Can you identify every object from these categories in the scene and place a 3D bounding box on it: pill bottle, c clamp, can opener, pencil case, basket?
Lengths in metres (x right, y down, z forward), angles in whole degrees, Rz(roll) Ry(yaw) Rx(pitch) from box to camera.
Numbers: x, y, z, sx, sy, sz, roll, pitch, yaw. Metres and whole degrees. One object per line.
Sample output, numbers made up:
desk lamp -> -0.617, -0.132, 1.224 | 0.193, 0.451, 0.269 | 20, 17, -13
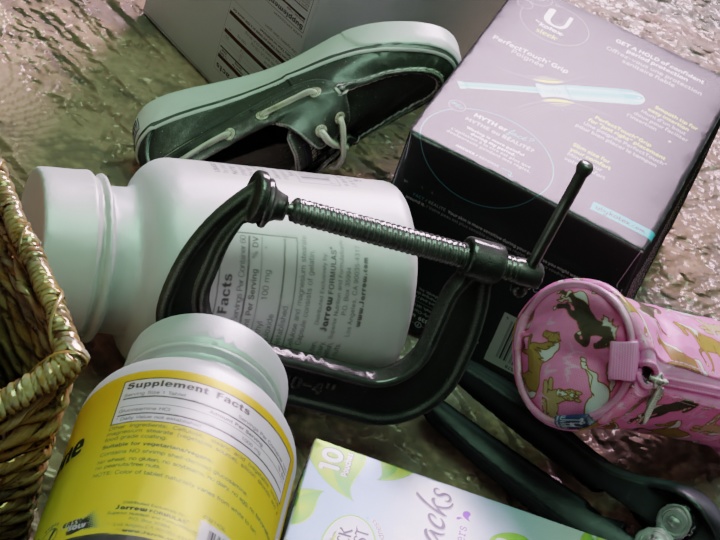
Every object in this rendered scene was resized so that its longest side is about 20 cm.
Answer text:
pill bottle -> -0.080, -0.001, 1.312 | 0.199, 0.115, 0.115 | 6, 41, -18
pill bottle -> -0.092, 0.115, 1.175 | 0.112, 0.113, 0.200 | 18, 39, -3
c clamp -> 0.000, 0.000, 1.259 | 0.199, 0.171, 0.027 | 9, 27, -20
can opener -> 0.117, 0.117, 1.319 | 0.200, 0.079, 0.064 | 30, 79, 16
pencil case -> 0.168, 0.057, 1.331 | 0.200, 0.083, 0.087 | 14, 47, -50
basket -> -0.236, 0.032, 1.180 | 0.142, 0.149, 0.200 | -4, 46, -28

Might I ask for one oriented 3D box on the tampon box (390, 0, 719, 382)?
tampon box -> 0.109, -0.048, 1.440 | 0.149, 0.127, 0.200 | 27, 39, 7

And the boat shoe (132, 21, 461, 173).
boat shoe -> -0.032, -0.084, 1.431 | 0.199, 0.071, 0.064 | -19, 50, 1

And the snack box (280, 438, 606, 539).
snack box -> 0.051, 0.177, 1.215 | 0.199, 0.053, 0.142 | 19, 38, -2

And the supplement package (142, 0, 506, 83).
supplement package -> -0.002, -0.216, 1.527 | 0.191, 0.200, 0.147 | -19, 53, -39
